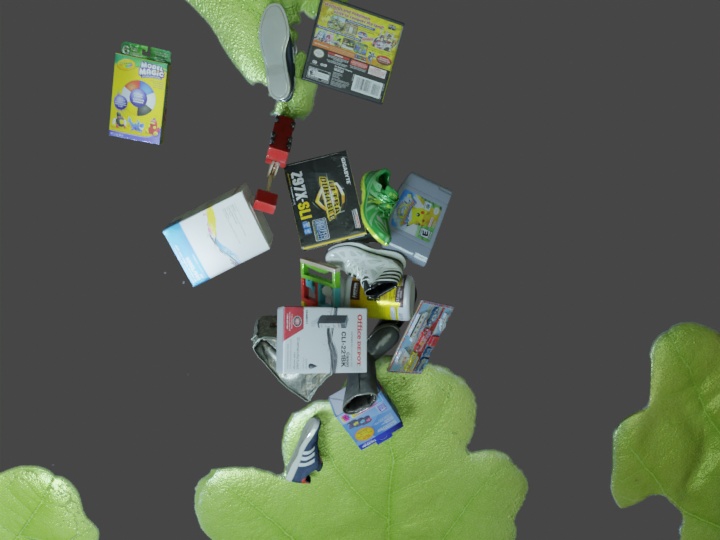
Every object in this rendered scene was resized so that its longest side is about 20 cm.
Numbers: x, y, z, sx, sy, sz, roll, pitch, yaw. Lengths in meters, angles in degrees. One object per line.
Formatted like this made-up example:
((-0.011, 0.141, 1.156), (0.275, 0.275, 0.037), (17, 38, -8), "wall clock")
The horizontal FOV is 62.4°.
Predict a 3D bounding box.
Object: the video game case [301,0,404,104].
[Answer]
((-0.018, -0.498, 1.353), (0.196, 0.026, 0.184), (15, 103, -9), "video game case")

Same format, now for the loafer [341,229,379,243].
((0.040, -0.101, 1.456), (0.195, 0.063, 0.073), (-7, 75, -9), "loafer")

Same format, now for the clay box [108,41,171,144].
((-0.486, -0.392, 1.315), (0.112, 0.048, 0.204), (8, 104, -9), "clay box")

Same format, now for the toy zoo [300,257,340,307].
((-0.097, 0.079, 1.448), (0.020, 0.130, 0.205), (-15, 112, -42), "toy zoo")

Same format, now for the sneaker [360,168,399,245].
((0.047, -0.154, 1.369), (0.083, 0.204, 0.074), (-24, 148, 30), "sneaker")

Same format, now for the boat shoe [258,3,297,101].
((-0.177, -0.479, 1.318), (0.073, 0.062, 0.205), (-8, 97, 12), "boat shoe")

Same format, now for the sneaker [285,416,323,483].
((-0.129, 0.480, 1.575), (0.083, 0.075, 0.203), (21, 111, -10), "sneaker")

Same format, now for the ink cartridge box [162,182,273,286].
((-0.318, -0.086, 1.363), (0.197, 0.147, 0.147), (-26, 106, 1), "ink cartridge box")

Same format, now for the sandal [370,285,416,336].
((0.088, 0.114, 1.515), (0.074, 0.045, 0.203), (23, 101, -10), "sandal")

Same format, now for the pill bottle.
((0.031, 0.061, 1.447), (0.195, 0.109, 0.112), (3, 106, 13), "pill bottle")

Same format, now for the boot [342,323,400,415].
((0.027, 0.236, 1.446), (0.072, 0.201, 0.181), (43, 109, -14), "boot")

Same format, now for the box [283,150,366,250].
((-0.083, -0.162, 1.391), (0.156, 0.049, 0.204), (-13, 86, -1), "box")

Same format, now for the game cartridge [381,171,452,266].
((0.129, -0.128, 1.422), (0.131, 0.040, 0.204), (22, 78, -4), "game cartridge")

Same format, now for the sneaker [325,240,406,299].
((0.000, 0.000, 1.380), (0.196, 0.116, 0.077), (7, 133, 14), "sneaker")

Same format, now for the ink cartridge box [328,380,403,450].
((0.023, 0.374, 1.539), (0.135, 0.077, 0.201), (-29, 131, 2), "ink cartridge box")

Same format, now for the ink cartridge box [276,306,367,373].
((-0.085, 0.157, 1.339), (0.196, 0.084, 0.148), (2, 83, -19), "ink cartridge box")

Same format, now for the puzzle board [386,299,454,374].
((0.156, 0.174, 1.509), (0.149, 0.017, 0.203), (12, 106, -49), "puzzle board")

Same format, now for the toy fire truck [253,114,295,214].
((-0.192, -0.240, 1.332), (0.048, 0.202, 0.142), (14, 131, -12), "toy fire truck")

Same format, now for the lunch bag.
((-0.175, 0.192, 1.443), (0.199, 0.164, 0.118), (39, 96, -15), "lunch bag")
